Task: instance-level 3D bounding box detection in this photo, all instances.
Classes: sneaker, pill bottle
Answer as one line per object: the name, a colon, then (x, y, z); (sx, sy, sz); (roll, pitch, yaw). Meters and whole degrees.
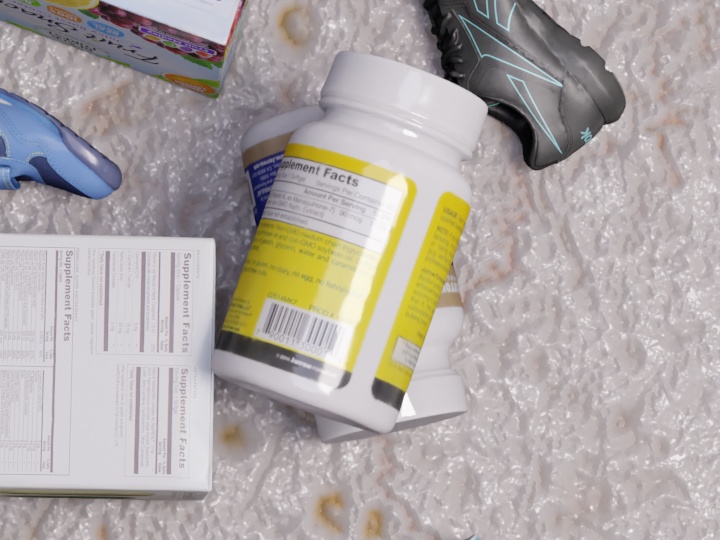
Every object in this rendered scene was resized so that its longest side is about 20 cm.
sneaker: (0.078, -0.151, 1.767); (0.079, 0.075, 0.200); (-44, 88, -6)
pill bottle: (-0.002, -0.017, 1.607); (0.114, 0.114, 0.201); (20, 85, -2)
sneaker: (-0.245, -0.077, 1.735); (0.199, 0.074, 0.083); (21, 83, 6)
pill bottle: (0.000, 0.000, 1.721); (0.115, 0.116, 0.201); (-12, 85, -6)

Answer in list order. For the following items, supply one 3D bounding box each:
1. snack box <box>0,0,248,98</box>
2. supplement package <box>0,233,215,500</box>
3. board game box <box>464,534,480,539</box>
snack box: (-0.171, -0.176, 1.715); (0.199, 0.142, 0.053); (20, 81, -1)
supplement package: (-0.189, 0.061, 1.678); (0.199, 0.152, 0.151); (1, 83, -5)
board game box: (0.076, 0.287, 1.717); (0.147, 0.064, 0.200); (-40, 86, -8)
